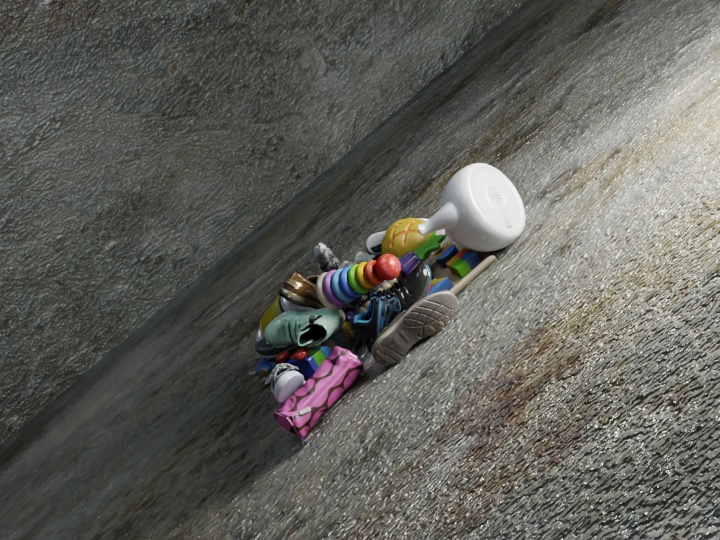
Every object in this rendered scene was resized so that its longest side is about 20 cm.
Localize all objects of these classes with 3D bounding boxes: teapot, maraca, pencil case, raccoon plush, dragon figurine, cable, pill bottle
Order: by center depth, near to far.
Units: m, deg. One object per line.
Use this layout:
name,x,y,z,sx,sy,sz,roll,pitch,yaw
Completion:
pencil case,-0.078,0.236,1.420,0.200,0.091,0.094,-48,-16,-21
teapot,0.240,-0.117,1.519,0.146,0.199,0.198,-36,25,45
cable,0.009,0.146,1.583,0.096,0.051,0.201,-20,32,4
maraca,0.119,-0.060,1.667,0.137,0.107,0.200,-40,24,-8
raccoon plush,0.000,0.000,1.670,0.133,0.201,0.097,-22,-10,-45
dragon figurine,-0.210,0.228,1.754,0.199,0.059,0.100,-21,25,48
pill bottle,-0.185,0.127,1.816,0.200,0.112,0.113,-47,7,43

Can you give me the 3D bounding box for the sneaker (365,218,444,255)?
sneaker,0.106,-0.086,1.817,0.198,0.074,0.112,-11,3,-3

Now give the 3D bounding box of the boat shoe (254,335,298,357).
boat shoe,-0.172,0.154,1.697,0.199,0.062,0.075,-14,49,27

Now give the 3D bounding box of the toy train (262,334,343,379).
toy train,-0.132,0.201,1.635,0.199,0.085,0.116,-16,18,50

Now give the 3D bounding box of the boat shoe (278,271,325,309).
boat shoe,-0.101,0.049,1.665,0.075,0.199,0.074,27,95,33

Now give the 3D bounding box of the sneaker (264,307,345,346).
sneaker,-0.142,0.131,1.579,0.199,0.074,0.118,-16,8,22

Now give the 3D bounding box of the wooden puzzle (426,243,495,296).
wooden puzzle,0.174,0.008,1.547,0.185,0.046,0.200,-41,17,-7

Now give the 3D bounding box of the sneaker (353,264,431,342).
sneaker,0.068,0.063,1.489,0.200,0.082,0.073,-52,21,13

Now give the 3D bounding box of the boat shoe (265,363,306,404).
boat shoe,-0.153,0.225,1.474,0.074,0.068,0.199,-51,-13,-2

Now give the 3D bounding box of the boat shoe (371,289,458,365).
boat shoe,0.100,0.101,1.417,0.199,0.075,0.073,-36,17,4

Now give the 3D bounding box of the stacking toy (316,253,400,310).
stacking toy,0.000,0.016,1.520,0.199,0.086,0.086,-25,22,38

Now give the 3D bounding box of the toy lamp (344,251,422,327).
toy lamp,0.053,0.040,1.556,0.200,0.058,0.058,-44,17,2

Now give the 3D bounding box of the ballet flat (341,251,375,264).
ballet flat,-0.008,-0.003,1.906,0.199,0.069,0.068,-32,17,21

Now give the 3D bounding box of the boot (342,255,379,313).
boot,-0.006,0.049,1.773,0.199,0.066,0.165,-38,9,-7
